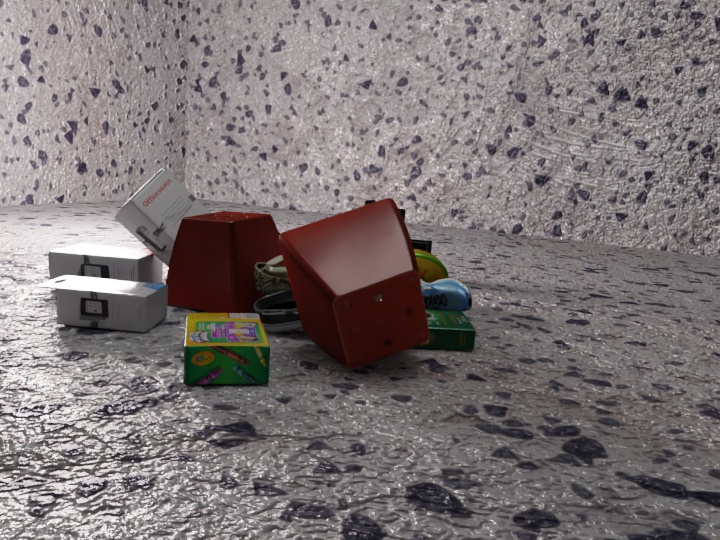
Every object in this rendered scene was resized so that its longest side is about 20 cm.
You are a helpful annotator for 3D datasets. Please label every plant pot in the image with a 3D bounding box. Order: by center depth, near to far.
[{"bbox_3d":[0.005,0.034,1.142,0.200,0.200,0.176,-19,33,-10],"label":"plant pot"},{"bbox_3d":[-0.271,-0.026,1.493,0.200,0.177,0.200,6,14,30],"label":"plant pot"}]

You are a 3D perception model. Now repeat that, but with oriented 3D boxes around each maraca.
[{"bbox_3d":[0.103,0.007,1.678,0.200,0.137,0.107,6,44,7],"label":"maraca"}]

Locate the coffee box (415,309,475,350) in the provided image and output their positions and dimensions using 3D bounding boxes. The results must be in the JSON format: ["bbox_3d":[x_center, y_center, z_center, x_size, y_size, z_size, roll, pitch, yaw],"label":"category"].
[{"bbox_3d":[0.100,0.105,1.317,0.200,0.044,0.123,3,12,-6],"label":"coffee box"}]

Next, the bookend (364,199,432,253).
[{"bbox_3d":[0.110,-0.084,1.981,0.200,0.199,0.092,7,8,13],"label":"bookend"}]

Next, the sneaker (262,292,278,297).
[{"bbox_3d":[-0.125,0.053,1.445,0.115,0.079,0.200,10,10,25],"label":"sneaker"}]

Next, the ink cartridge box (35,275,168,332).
[{"bbox_3d":[-0.460,0.058,1.302,0.200,0.067,0.116,5,10,4],"label":"ink cartridge box"}]

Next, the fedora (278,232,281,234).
[{"bbox_3d":[-0.266,-0.065,1.717,0.177,0.090,0.200,-4,-29,-25],"label":"fedora"}]

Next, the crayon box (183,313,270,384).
[{"bbox_3d":[-0.205,0.114,1.098,0.119,0.058,0.200,1,10,-13],"label":"crayon box"}]

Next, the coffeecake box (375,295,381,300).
[{"bbox_3d":[0.000,0.000,1.467,0.153,0.073,0.200,40,23,9],"label":"coffeecake box"}]

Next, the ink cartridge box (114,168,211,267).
[{"bbox_3d":[-0.415,-0.104,1.604,0.085,0.200,0.146,-31,20,37],"label":"ink cartridge box"}]

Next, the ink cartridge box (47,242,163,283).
[{"bbox_3d":[-0.553,-0.004,1.587,0.200,0.084,0.145,5,10,6],"label":"ink cartridge box"}]

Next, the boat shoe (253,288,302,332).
[{"bbox_3d":[-0.092,0.052,1.288,0.199,0.068,0.074,-11,46,16],"label":"boat shoe"}]

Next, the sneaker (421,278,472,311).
[{"bbox_3d":[0.144,0.065,1.560,0.200,0.079,0.090,4,25,32],"label":"sneaker"}]

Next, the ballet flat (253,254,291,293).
[{"bbox_3d":[-0.118,0.006,1.367,0.200,0.075,0.068,1,26,26],"label":"ballet flat"}]
